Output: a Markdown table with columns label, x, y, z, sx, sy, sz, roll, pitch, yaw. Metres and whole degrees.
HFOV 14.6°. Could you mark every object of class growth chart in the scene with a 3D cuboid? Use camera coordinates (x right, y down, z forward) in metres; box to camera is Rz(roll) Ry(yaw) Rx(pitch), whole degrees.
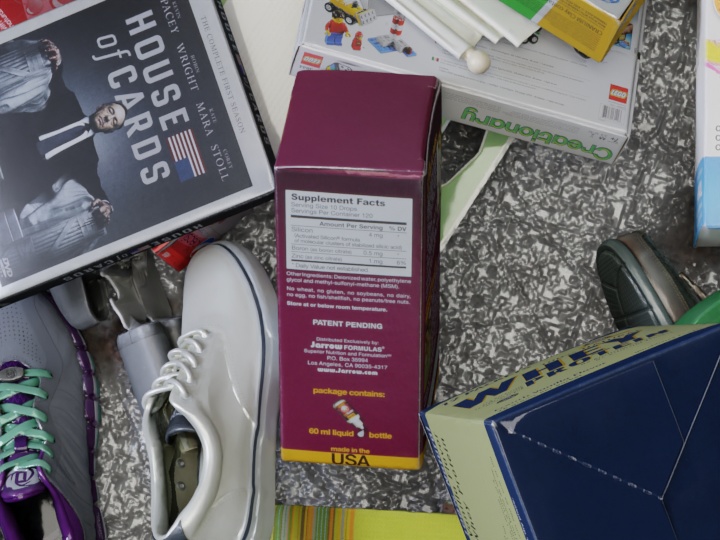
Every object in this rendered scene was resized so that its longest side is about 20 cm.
| label | x | y | z | sx | sy | sz | roll | pitch | yaw |
| --- | --- | --- | --- | --- | --- | --- | --- | --- | --- |
| growth chart | 0.083 | -0.197 | 1.643 | 0.199 | 0.018 | 0.145 | -34 | 71 | -31 |

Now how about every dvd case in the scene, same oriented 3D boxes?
| label | x | y | z | sx | sy | sz | roll | pitch | yaw |
| --- | --- | --- | --- | --- | --- | --- | --- | --- | --- |
| dvd case | -0.159 | -0.079 | 1.632 | 0.199 | 0.025 | 0.151 | -21 | 81 | 11 |

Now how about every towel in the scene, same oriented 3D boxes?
| label | x | y | z | sx | sy | sz | roll | pitch | yaw |
| --- | --- | --- | --- | --- | --- | --- | --- | --- | --- |
| towel | 0.018 | 0.181 | 1.618 | 0.199 | 0.018 | 0.087 | -1 | 83 | 43 |

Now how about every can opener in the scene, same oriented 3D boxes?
| label | x | y | z | sx | sy | sz | roll | pitch | yaw |
| --- | --- | --- | --- | --- | --- | --- | --- | --- | --- |
| can opener | -0.134 | 0.053 | 1.693 | 0.067 | 0.053 | 0.201 | -23 | 83 | 31 |

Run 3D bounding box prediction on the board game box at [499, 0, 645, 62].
| label | x | y | z | sx | sy | sz | roll | pitch | yaw |
| --- | --- | --- | --- | --- | --- | --- | --- | --- | --- |
| board game box | 0.128 | -0.234 | 1.642 | 0.152 | 0.040 | 0.200 | 33 | 57 | 7 |

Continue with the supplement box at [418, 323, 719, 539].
| label | x | y | z | sx | sy | sz | roll | pitch | yaw |
| --- | --- | --- | --- | --- | --- | --- | --- | --- | --- |
| supplement box | 0.141 | 0.142 | 1.453 | 0.133 | 0.200 | 0.201 | -21 | 91 | -9 |

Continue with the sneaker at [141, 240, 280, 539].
| label | x | y | z | sx | sy | sz | roll | pitch | yaw |
| --- | --- | --- | --- | --- | --- | --- | --- | --- | --- |
| sneaker | -0.088 | 0.071 | 1.621 | 0.073 | 0.071 | 0.201 | -25 | 58 | 38 |

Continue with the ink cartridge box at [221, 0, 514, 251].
| label | x | y | z | sx | sy | sz | roll | pitch | yaw |
| --- | --- | --- | --- | --- | --- | --- | --- | --- | --- |
| ink cartridge box | -0.001 | -0.116 | 1.690 | 0.199 | 0.048 | 0.146 | 33 | 89 | 4 |

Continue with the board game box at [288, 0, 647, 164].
| label | x | y | z | sx | sy | sz | roll | pitch | yaw |
| --- | --- | --- | --- | --- | --- | --- | --- | --- | --- |
| board game box | 0.066 | -0.146 | 1.639 | 0.199 | 0.035 | 0.127 | 15 | 57 | -6 |

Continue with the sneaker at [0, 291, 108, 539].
| label | x | y | z | sx | sy | sz | roll | pitch | yaw |
| --- | --- | --- | --- | --- | --- | --- | --- | --- | --- |
| sneaker | -0.191 | 0.100 | 1.668 | 0.074 | 0.088 | 0.202 | -14 | 84 | 4 |

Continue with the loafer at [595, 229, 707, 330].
| label | x | y | z | sx | sy | sz | roll | pitch | yaw |
| --- | --- | --- | --- | --- | --- | --- | --- | --- | --- |
| loafer | 0.208 | 0.062 | 1.652 | 0.063 | 0.072 | 0.201 | -28 | 90 | -17 |

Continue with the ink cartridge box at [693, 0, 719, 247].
| label | x | y | z | sx | sy | sz | roll | pitch | yaw |
| --- | --- | --- | --- | --- | --- | --- | --- | --- | --- |
| ink cartridge box | 0.257 | -0.118 | 1.626 | 0.127 | 0.125 | 0.202 | 0 | 86 | 5 |

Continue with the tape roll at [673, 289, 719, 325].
| label | x | y | z | sx | sy | sz | roll | pitch | yaw |
| --- | --- | --- | --- | --- | --- | --- | --- | --- | --- |
| tape roll | 0.251 | 0.101 | 1.594 | 0.199 | 0.048 | 0.202 | 0 | 88 | -7 |

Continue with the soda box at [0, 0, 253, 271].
| label | x | y | z | sx | sy | sz | roll | pitch | yaw |
| --- | --- | --- | --- | --- | --- | --- | --- | --- | --- |
| soda box | -0.152 | -0.098 | 1.682 | 0.063 | 0.070 | 0.200 | -40 | 77 | 1 |

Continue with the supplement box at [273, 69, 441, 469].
| label | x | y | z | sx | sy | sz | roll | pitch | yaw |
| --- | --- | --- | --- | --- | --- | --- | --- | --- | --- |
| supplement box | 0.000 | 0.000 | 1.599 | 0.085 | 0.111 | 0.201 | 3 | 123 | 5 |

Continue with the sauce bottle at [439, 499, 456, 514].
| label | x | y | z | sx | sy | sz | roll | pitch | yaw |
| --- | --- | --- | --- | --- | --- | --- | --- | --- | --- |
| sauce bottle | 0.054 | 0.238 | 1.646 | 0.064 | 0.065 | 0.202 | 14 | 88 | 6 |
